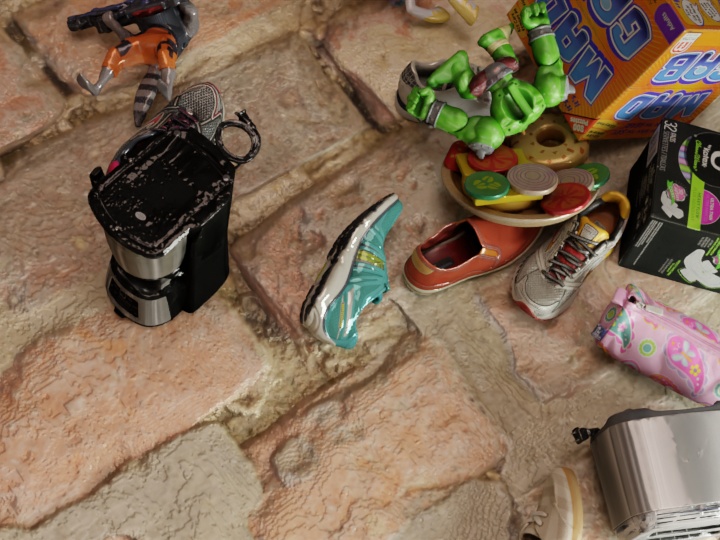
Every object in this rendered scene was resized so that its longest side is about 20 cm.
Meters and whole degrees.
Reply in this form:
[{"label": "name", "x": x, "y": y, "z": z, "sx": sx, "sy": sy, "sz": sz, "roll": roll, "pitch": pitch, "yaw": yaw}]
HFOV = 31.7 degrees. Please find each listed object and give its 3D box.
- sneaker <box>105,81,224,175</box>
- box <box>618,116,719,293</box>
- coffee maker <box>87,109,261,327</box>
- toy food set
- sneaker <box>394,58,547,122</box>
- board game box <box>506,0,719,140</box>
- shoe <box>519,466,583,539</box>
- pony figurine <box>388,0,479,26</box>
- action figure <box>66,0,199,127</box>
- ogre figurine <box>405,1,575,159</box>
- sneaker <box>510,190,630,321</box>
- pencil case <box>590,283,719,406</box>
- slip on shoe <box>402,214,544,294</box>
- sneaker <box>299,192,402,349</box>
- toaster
[{"label": "sneaker", "x": -0.225, "y": -0.149, "z": 1.486, "sx": 0.080, "sy": 0.075, "sz": 0.201, "roll": 30, "pitch": 61, "yaw": 7}, {"label": "box", "x": 0.429, "y": -0.069, "z": 1.521, "sx": 0.197, "sy": 0.125, "sz": 0.150, "roll": 16, "pitch": 61, "yaw": -2}, {"label": "coffee maker", "x": -0.190, "y": -0.047, "z": 1.366, "sx": 0.190, "sy": 0.200, "sz": 0.136, "roll": -20, "pitch": 69, "yaw": -16}, {"label": "toy food set", "x": 0.195, "y": -0.118, "z": 1.513, "sx": 0.197, "sy": 0.049, "sz": 0.199, "roll": -6, "pitch": 38, "yaw": -9}, {"label": "sneaker", "x": 0.144, "y": -0.222, "z": 1.581, "sx": 0.197, "sy": 0.081, "sz": 0.077, "roll": 1, "pitch": 61, "yaw": -10}, {"label": "board game box", "x": 0.344, "y": -0.302, "z": 1.551, "sx": 0.198, "sy": 0.200, "sz": 0.202, "roll": -7, "pitch": 61, "yaw": -39}, {"label": "shoe", "x": 0.192, "y": 0.298, "z": 1.322, "sx": 0.053, "sy": 0.070, "sz": 0.202, "roll": 16, "pitch": 63, "yaw": -10}, {"label": "pony figurine", "x": 0.070, "y": -0.423, "z": 1.649, "sx": 0.198, "sy": 0.166, "sz": 0.195, "roll": 21, "pitch": 68, "yaw": -15}, {"label": "action figure", "x": -0.271, "y": -0.272, "z": 1.543, "sx": 0.198, "sy": 0.105, "sz": 0.195, "roll": -4, "pitch": 42, "yaw": 26}, {"label": "ogre figurine", "x": 0.162, "y": -0.215, "z": 1.497, "sx": 0.199, "sy": 0.098, "sz": 0.120, "roll": -32, "pitch": 79, "yaw": -21}, {"label": "sneaker", "x": 0.247, "y": -0.024, "z": 1.492, "sx": 0.078, "sy": 0.082, "sz": 0.200, "roll": 37, "pitch": 64, "yaw": 10}, {"label": "pencil case", "x": 0.366, "y": 0.092, "z": 1.450, "sx": 0.199, "sy": 0.088, "sz": 0.088, "roll": 30, "pitch": 62, "yaw": 6}, {"label": "slip on shoe", "x": 0.140, "y": -0.035, "z": 1.493, "sx": 0.198, "sy": 0.061, "sz": 0.074, "roll": -25, "pitch": 67, "yaw": -22}, {"label": "sneaker", "x": 0.000, "y": 0.000, "z": 1.459, "sx": 0.079, "sy": 0.077, "sz": 0.201, "roll": 34, "pitch": 66, "yaw": -13}, {"label": "toaster", "x": 0.335, "y": 0.219, "z": 1.363, "sx": 0.197, "sy": 0.114, "sz": 0.131, "roll": -3, "pitch": 65, "yaw": -13}]
